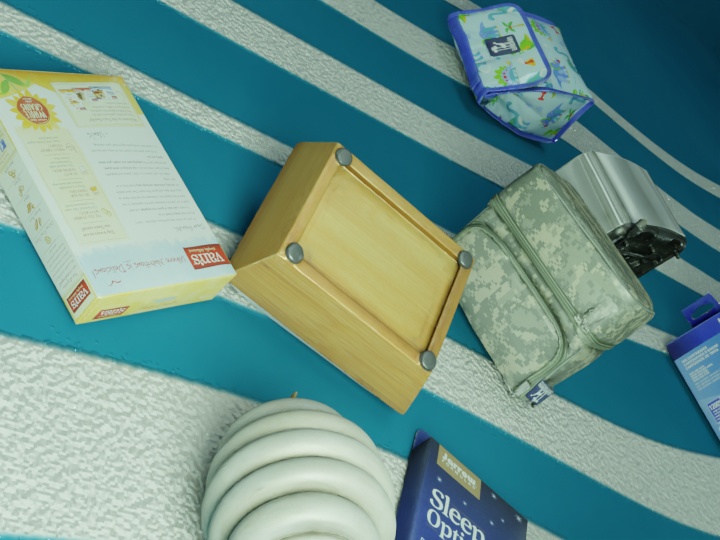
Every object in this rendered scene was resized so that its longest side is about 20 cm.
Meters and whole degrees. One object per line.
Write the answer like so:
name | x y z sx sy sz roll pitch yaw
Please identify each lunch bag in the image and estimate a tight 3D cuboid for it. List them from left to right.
lunch bag | 0.230 -0.303 1.501 0.198 0.128 0.171 6 52 -33
lunch bag | 0.184 0.017 1.032 0.201 0.167 0.139 57 19 16

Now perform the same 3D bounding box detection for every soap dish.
soap dish | 0.000 0.000 0.849 0.200 0.081 0.158 39 54 -18

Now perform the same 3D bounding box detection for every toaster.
toaster | 0.274 -0.041 1.183 0.180 0.200 0.120 5 56 -49

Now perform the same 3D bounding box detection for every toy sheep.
toy sheep | -0.036 0.157 0.628 0.137 0.138 0.200 32 16 -27

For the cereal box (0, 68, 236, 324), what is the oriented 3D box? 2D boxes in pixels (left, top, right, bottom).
cereal box | -0.194 -0.061 0.746 0.143 0.039 0.201 -9 64 -56

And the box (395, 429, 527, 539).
box | 0.081 0.220 0.806 0.121 0.032 0.201 42 30 -13

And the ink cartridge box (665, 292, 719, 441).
ink cartridge box | 0.519 0.130 1.375 0.076 0.136 0.201 15 44 -51
